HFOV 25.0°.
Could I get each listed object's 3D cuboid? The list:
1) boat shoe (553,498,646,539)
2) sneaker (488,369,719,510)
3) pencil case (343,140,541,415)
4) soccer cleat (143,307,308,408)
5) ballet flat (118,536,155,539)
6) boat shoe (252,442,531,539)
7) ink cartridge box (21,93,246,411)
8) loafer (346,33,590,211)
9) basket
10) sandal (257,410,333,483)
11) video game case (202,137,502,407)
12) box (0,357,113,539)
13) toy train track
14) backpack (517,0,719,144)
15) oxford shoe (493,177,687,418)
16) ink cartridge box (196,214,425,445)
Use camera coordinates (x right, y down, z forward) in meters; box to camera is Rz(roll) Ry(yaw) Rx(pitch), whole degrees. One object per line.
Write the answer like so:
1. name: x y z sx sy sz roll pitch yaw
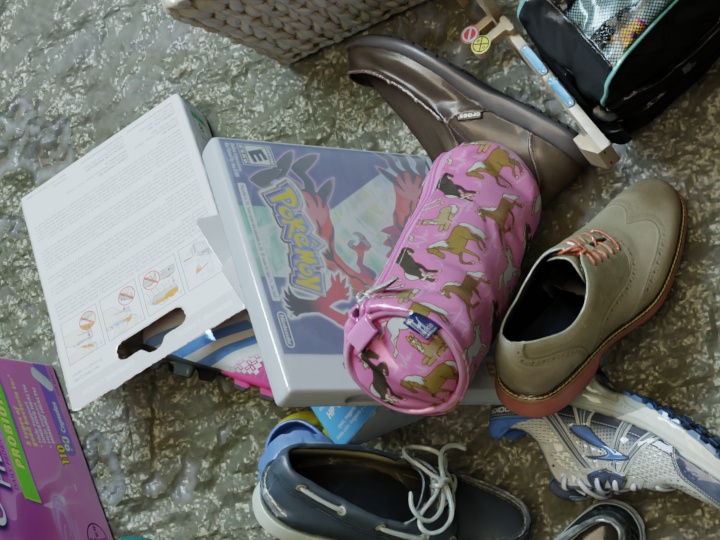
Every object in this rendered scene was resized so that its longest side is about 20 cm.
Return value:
1. boat shoe: 0.111 0.232 1.076 0.072 0.071 0.201 37 97 22
2. sneaker: 0.169 0.120 1.071 0.199 0.077 0.086 29 95 33
3. pencil case: 0.057 0.000 1.043 0.082 0.201 0.087 6 129 21
4. soccer cleat: -0.071 0.047 1.178 0.198 0.070 0.088 13 88 24
5. ballet flat: -0.097 0.247 1.165 0.198 0.068 0.069 11 95 24
6. boat shoe: 0.029 0.151 1.070 0.062 0.198 0.076 120 158 -43
7. ink cartridge box: -0.164 -0.010 1.213 0.160 0.050 0.202 -31 59 15
8. loafer: 0.065 -0.103 1.140 0.199 0.073 0.072 30 93 23
9. basket: -0.057 -0.273 1.152 0.160 0.198 0.202 -27 74 21
10. sandal: -0.004 0.175 1.125 0.199 0.087 0.080 37 95 21
11. video game case: 0.000 0.000 1.079 0.023 0.180 0.202 -52 46 42
12. box: -0.286 0.159 1.181 0.096 0.200 0.178 -28 72 16
13. toy train track: 0.106 -0.135 1.092 0.032 0.115 0.201 -38 56 6
14. backpack: 0.193 -0.205 1.049 0.199 0.176 0.154 -39 74 8
15. oxford shoe: 0.154 0.003 1.052 0.070 0.075 0.201 21 59 28
16. ink cartridge box: -0.014 0.012 1.127 0.201 0.114 0.068 55 134 19
